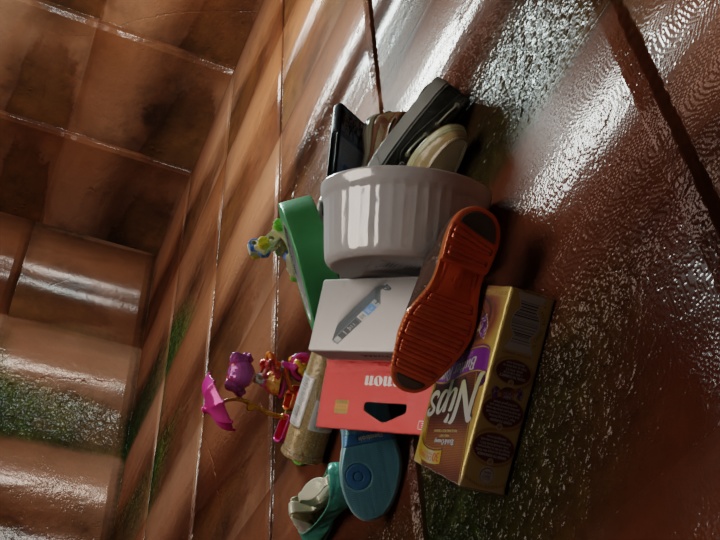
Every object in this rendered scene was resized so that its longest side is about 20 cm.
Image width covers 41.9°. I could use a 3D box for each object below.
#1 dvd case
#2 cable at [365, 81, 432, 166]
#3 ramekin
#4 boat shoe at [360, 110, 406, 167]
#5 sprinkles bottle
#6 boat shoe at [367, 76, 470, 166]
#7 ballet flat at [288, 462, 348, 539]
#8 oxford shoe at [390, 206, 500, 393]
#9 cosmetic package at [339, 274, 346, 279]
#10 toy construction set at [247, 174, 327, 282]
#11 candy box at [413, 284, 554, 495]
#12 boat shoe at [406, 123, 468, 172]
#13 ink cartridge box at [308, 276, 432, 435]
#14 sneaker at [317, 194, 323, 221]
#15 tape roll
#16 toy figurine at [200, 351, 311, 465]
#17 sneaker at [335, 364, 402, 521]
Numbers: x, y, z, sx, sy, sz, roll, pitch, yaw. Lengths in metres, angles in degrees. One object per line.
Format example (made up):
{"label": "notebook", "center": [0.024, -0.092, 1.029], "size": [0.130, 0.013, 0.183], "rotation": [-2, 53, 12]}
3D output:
{"label": "dvd case", "center": [0.000, -0.132, 1.392], "size": [0.018, 0.143, 0.200], "rotation": [-18, 53, 33]}
{"label": "cable", "center": [0.068, -0.173, 1.326], "size": [0.200, 0.097, 0.050], "rotation": [-70, -23, -8]}
{"label": "ramekin", "center": [0.050, -0.045, 1.092], "size": [0.200, 0.200, 0.098], "rotation": [157, 120, -66]}
{"label": "boat shoe", "center": [0.044, -0.145, 1.371], "size": [0.072, 0.076, 0.200], "rotation": [-15, 69, 39]}
{"label": "sprinkles bottle", "center": [-0.060, 0.184, 1.398], "size": [0.068, 0.068, 0.200], "rotation": [-153, 80, -71]}
{"label": "boat shoe", "center": [0.069, -0.162, 1.255], "size": [0.200, 0.064, 0.071], "rotation": [-54, -11, 5]}
{"label": "ballet flat", "center": [-0.058, 0.316, 1.282], "size": [0.200, 0.070, 0.067], "rotation": [124, 154, -42]}
{"label": "oxford shoe", "center": [0.084, 0.031, 0.970], "size": [0.200, 0.071, 0.073], "rotation": [-64, 9, -4]}
{"label": "cosmetic package", "center": [0.000, 0.000, 1.281], "size": [0.200, 0.051, 0.083], "rotation": [84, -176, -55]}
{"label": "toy construction set", "center": [-0.070, -0.062, 1.487], "size": [0.200, 0.131, 0.092], "rotation": [-44, -30, -16]}
{"label": "candy box", "center": [0.123, 0.115, 0.960], "size": [0.117, 0.056, 0.200], "rotation": [-177, 102, -70]}
{"label": "boat shoe", "center": [0.089, -0.100, 1.229], "size": [0.066, 0.074, 0.200], "rotation": [59, 135, 33]}
{"label": "ink cartridge box", "center": [0.030, 0.096, 1.086], "size": [0.200, 0.045, 0.176], "rotation": [-3, 67, 36]}
{"label": "sneaker", "center": [-0.025, -0.111, 1.407], "size": [0.093, 0.070, 0.200], "rotation": [66, -151, -66]}
{"label": "tape roll", "center": [-0.067, -0.004, 1.323], "size": [0.200, 0.048, 0.201], "rotation": [164, 90, -84]}
{"label": "toy figurine", "center": [-0.156, 0.190, 1.486], "size": [0.150, 0.184, 0.200], "rotation": [173, 112, -70]}
{"label": "sneaker", "center": [0.008, 0.212, 1.197], "size": [0.131, 0.079, 0.200], "rotation": [98, 170, -80]}
